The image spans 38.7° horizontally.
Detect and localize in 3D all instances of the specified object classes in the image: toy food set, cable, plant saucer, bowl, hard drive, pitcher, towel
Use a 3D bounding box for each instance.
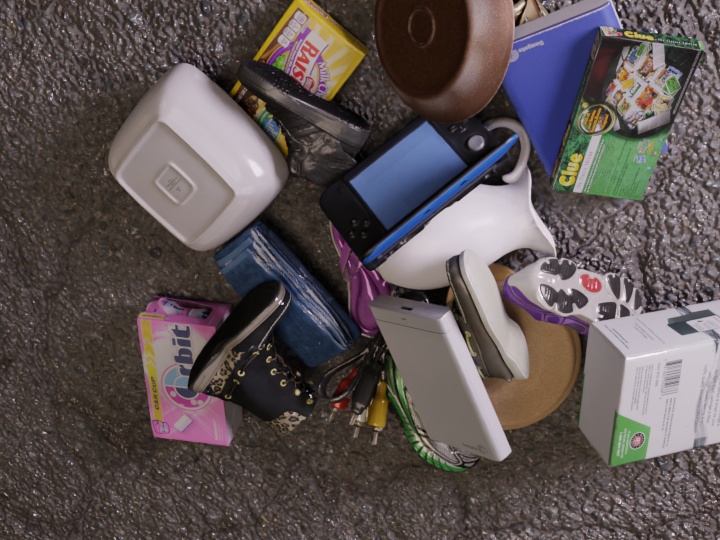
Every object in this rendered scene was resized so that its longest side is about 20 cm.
[{"bbox_3d":[0.169,0.103,1.251,0.198,0.049,0.199,28,106,-8],"label":"toy food set"},{"bbox_3d":[0.016,0.110,1.280,0.096,0.050,0.202,25,88,15],"label":"cable"},{"bbox_3d":[0.073,-0.252,1.057,0.199,0.036,0.203,19,114,48],"label":"plant saucer"},{"bbox_3d":[-0.206,-0.122,1.233,0.200,0.075,0.200,44,130,-10],"label":"bowl"},{"bbox_3d":[0.092,0.125,1.196,0.131,0.027,0.202,9,131,53],"label":"hard drive"},{"bbox_3d":[0.229,-0.182,1.072,0.131,0.026,0.200,-17,133,23],"label":"hard drive"},{"bbox_3d":[0.110,-0.073,1.168,0.198,0.121,0.174,-12,92,11],"label":"pitcher"},{"bbox_3d":[-0.097,0.036,1.302,0.200,0.049,0.111,48,138,-11],"label":"towel"}]

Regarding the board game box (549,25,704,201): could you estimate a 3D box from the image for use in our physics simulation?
[{"bbox_3d":[0.270,-0.157,1.058,0.103,0.024,0.201,6,137,-4],"label":"board game box"}]

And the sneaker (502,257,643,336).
[{"bbox_3d":[0.248,0.036,1.180,0.199,0.082,0.083,24,160,-28],"label":"sneaker"}]

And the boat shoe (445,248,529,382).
[{"bbox_3d":[0.133,0.057,1.146,0.060,0.073,0.202,-10,135,24],"label":"boat shoe"}]

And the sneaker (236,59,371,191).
[{"bbox_3d":[-0.066,-0.151,1.175,0.198,0.060,0.105,27,118,-9],"label":"sneaker"}]

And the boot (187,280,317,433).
[{"bbox_3d":[-0.108,0.113,1.296,0.153,0.074,0.204,32,122,-19],"label":"boot"}]

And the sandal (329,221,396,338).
[{"bbox_3d":[0.007,-0.001,1.262,0.081,0.050,0.205,-3,117,18],"label":"sandal"}]

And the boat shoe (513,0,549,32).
[{"bbox_3d":[0.153,-0.268,1.065,0.075,0.074,0.202,-16,111,24],"label":"boat shoe"}]

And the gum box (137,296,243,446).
[{"bbox_3d":[-0.230,0.133,1.394,0.112,0.066,0.202,5,117,13],"label":"gum box"}]

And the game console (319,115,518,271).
[{"bbox_3d":[0.053,-0.103,1.076,0.199,0.171,0.118,-38,147,0],"label":"game console"}]

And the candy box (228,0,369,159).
[{"bbox_3d":[-0.086,-0.213,1.195,0.102,0.026,0.200,37,121,-8],"label":"candy box"}]

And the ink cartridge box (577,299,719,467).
[{"bbox_3d":[0.356,0.123,1.151,0.197,0.083,0.148,-8,118,-15],"label":"ink cartridge box"}]

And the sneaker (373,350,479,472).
[{"bbox_3d":[0.089,0.176,1.313,0.085,0.078,0.200,-35,102,28],"label":"sneaker"}]
